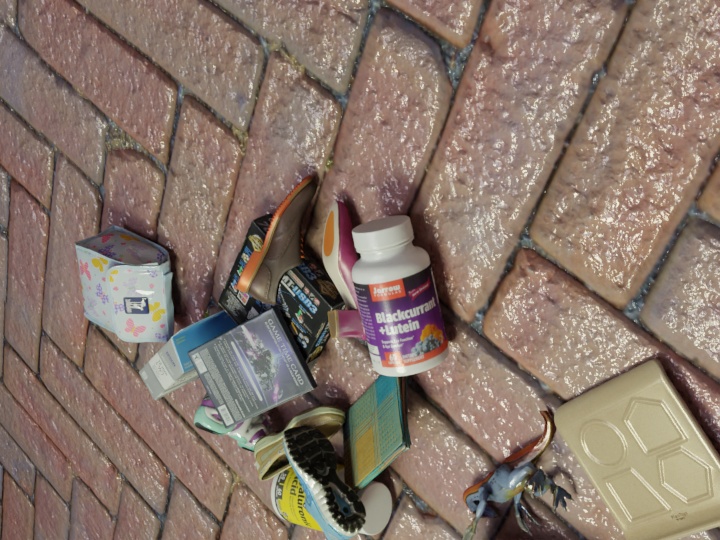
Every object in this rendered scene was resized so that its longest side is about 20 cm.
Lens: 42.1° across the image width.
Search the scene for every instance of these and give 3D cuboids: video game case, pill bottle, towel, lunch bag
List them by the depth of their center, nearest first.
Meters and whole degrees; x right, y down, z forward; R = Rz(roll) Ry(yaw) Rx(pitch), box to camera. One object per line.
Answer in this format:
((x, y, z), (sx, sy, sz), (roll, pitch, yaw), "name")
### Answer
((0.050, 0.033, 1.285), (0.111, 0.111, 0.203), (-1, 109, 44), "pill bottle")
((0.022, 0.241, 1.422), (0.200, 0.021, 0.148), (128, 149, -46), "towel")
((-0.177, 0.159, 1.508), (0.199, 0.019, 0.144), (-27, 91, 30), "video game case")
((-0.046, 0.374, 1.541), (0.198, 0.111, 0.113), (0, 109, 44), "pill bottle")
((-0.432, 0.032, 1.757), (0.198, 0.127, 0.172), (22, 125, 29), "lunch bag")

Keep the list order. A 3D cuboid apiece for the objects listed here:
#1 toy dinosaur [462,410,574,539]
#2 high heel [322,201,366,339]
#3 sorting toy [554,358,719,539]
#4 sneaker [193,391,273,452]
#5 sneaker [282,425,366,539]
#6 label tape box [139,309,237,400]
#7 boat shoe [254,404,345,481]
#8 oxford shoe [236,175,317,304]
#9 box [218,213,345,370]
((0.210, 0.299, 1.306), (0.181, 0.104, 0.203), (-7, 65, 60), "toy dinosaur")
((0.000, 0.000, 1.373), (0.067, 0.095, 0.203), (159, 107, -67), "high heel")
((0.349, 0.226, 1.141), (0.185, 0.036, 0.202), (-40, 75, 47), "sorting toy")
((-0.187, 0.237, 1.637), (0.077, 0.141, 0.199), (0, 154, 44), "sneaker")
((-0.072, 0.333, 1.441), (0.201, 0.078, 0.090), (59, 138, 28), "sneaker")
((-0.284, 0.140, 1.643), (0.200, 0.143, 0.067), (-38, 81, 47), "label tape box")
((-0.097, 0.289, 1.532), (0.199, 0.071, 0.077), (-38, 40, 34), "boat shoe")
((-0.108, -0.045, 1.401), (0.072, 0.071, 0.202), (29, 93, 1), "oxford shoe")
((-0.128, 0.048, 1.503), (0.200, 0.049, 0.199), (45, 132, 18), "box")
